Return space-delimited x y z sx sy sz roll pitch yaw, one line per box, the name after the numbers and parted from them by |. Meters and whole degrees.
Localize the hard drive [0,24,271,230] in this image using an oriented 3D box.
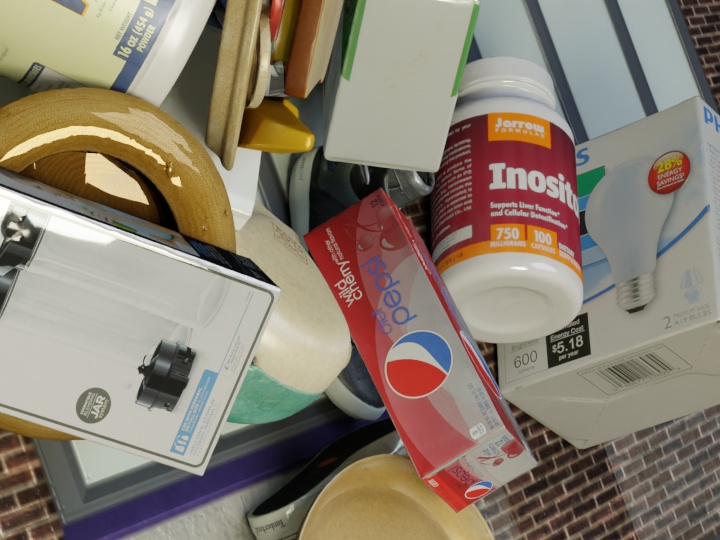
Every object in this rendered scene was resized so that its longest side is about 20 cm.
-0.152 -0.112 1.372 0.199 0.026 0.132 20 51 -19 | hard drive

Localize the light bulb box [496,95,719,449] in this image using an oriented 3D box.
0.214 0.004 1.778 0.125 0.198 0.201 35 43 -45 | light bulb box

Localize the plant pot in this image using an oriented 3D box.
0.021 0.215 1.422 0.200 0.027 0.201 18 64 -42 | plant pot

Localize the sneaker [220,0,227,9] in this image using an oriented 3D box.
-0.049 -0.245 1.545 0.070 0.078 0.201 41 39 -38 | sneaker

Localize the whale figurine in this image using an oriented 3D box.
-0.078 0.021 1.438 0.159 0.104 0.200 39 16 -19 | whale figurine

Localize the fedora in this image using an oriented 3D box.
-0.165 -0.008 1.281 0.201 0.200 0.082 52 -5 -24 | fedora

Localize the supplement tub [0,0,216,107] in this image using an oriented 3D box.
-0.184 -0.181 1.281 0.199 0.145 0.145 25 46 -15 | supplement tub

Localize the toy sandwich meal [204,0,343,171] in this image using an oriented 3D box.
-0.042 -0.147 1.323 0.070 0.206 0.206 10 52 -4 | toy sandwich meal

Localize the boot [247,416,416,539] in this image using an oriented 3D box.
0.019 0.180 1.499 0.200 0.072 0.145 -35 101 -50 | boot

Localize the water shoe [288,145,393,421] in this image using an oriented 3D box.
0.000 0.000 1.565 0.071 0.079 0.201 15 59 -53 | water shoe

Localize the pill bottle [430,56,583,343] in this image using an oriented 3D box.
0.108 -0.056 1.733 0.113 0.113 0.201 34 45 -43 | pill bottle

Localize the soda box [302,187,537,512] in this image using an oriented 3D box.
0.036 0.049 1.458 0.070 0.063 0.200 47 13 -56 | soda box

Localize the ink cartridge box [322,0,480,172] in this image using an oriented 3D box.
0.023 -0.186 1.576 0.083 0.147 0.200 7 40 -8 | ink cartridge box

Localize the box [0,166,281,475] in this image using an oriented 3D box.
-0.157 0.022 1.213 0.199 0.117 0.060 22 8 -24 | box

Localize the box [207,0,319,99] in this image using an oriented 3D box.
-0.119 -0.179 1.518 0.200 0.050 0.158 -16 84 -59 | box

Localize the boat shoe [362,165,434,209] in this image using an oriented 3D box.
0.021 -0.138 1.692 0.072 0.068 0.201 29 48 -46 | boat shoe
